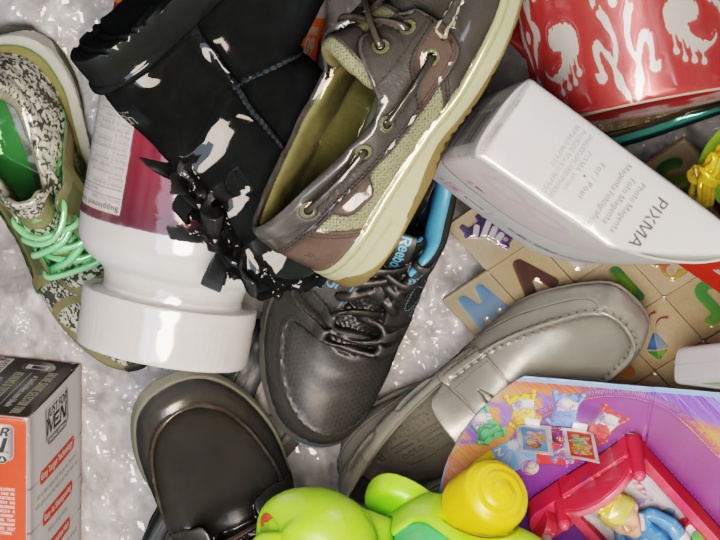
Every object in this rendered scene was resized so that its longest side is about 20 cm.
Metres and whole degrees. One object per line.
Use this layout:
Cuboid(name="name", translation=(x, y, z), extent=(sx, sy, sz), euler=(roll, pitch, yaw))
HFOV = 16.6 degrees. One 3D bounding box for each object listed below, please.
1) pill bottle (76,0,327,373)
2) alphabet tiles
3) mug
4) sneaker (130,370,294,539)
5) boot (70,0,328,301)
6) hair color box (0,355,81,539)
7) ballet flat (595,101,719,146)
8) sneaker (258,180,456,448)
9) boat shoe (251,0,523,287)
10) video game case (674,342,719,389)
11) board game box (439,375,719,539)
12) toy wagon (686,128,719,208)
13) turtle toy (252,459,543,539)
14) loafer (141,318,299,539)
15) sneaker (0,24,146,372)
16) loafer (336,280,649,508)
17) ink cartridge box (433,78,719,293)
Cuboid(name="pill bottle", translation=(-0.086, -0.054, 1.273), extent=(0.109, 0.110, 0.200), euler=(11, 97, 8))
Cuboid(name="alphabet tiles", translation=(0.146, 0.021, 1.288), extent=(0.166, 0.006, 0.200), euler=(-34, 109, 29))
Cuboid(name="mug", translation=(0.116, -0.173, 1.197), extent=(0.133, 0.177, 0.200), euler=(-11, 88, -16))
Cuboid(name="sneaker", translation=(-0.053, 0.147, 1.282), extent=(0.075, 0.106, 0.200), euler=(-26, 124, -4))
Cuboid(name="boot", translation=(-0.028, -0.094, 1.191), extent=(0.198, 0.073, 0.163), euler=(-42, 116, -11))
Cuboid(name="hair color box", translation=(-0.197, 0.158, 1.376), extent=(0.061, 0.102, 0.200), euler=(6, 106, 9))
Cuboid(name="ballet flat", translation=(0.189, -0.110, 1.245), extent=(0.200, 0.071, 0.065), euler=(-13, 89, 11))
Cuboid(name="sneaker", translation=(0.000, 0.000, 1.280), extent=(0.073, 0.082, 0.200), euler=(13, 99, -16))
Cuboid(name="boat shoe", translation=(0.013, -0.091, 1.135), extent=(0.066, 0.072, 0.201), euler=(19, 100, -35))
Cuboid(name="video game case", translation=(0.270, 0.054, 1.182), extent=(0.182, 0.200, 0.022), euler=(8, 84, -13))
Cuboid(name="board game box", translation=(0.139, 0.135, 1.269), extent=(0.199, 0.039, 0.158), euler=(5, 120, -2))
Cuboid(name="toy wagon", translation=(0.230, -0.059, 1.189), extent=(0.040, 0.200, 0.155), euler=(55, 135, 38))
Cuboid(name="turtle toy", translation=(0.036, 0.166, 1.233), extent=(0.200, 0.101, 0.146), euler=(35, 142, -9))
Cuboid(name="loafer", translation=(-0.072, 0.128, 1.360), extent=(0.072, 0.073, 0.200), euler=(24, 110, -1))
Cuboid(name="sneaker", translation=(-0.169, -0.029, 1.323), extent=(0.077, 0.089, 0.200), euler=(-24, 100, 16))
Cuboid(name="loafer", translation=(0.067, 0.072, 1.295), extent=(0.070, 0.070, 0.200), euler=(44, 123, -15))
Cuboid(name="ink cartridge box", translation=(0.129, -0.011, 1.166), extent=(0.200, 0.163, 0.057), euler=(40, 85, -6))
